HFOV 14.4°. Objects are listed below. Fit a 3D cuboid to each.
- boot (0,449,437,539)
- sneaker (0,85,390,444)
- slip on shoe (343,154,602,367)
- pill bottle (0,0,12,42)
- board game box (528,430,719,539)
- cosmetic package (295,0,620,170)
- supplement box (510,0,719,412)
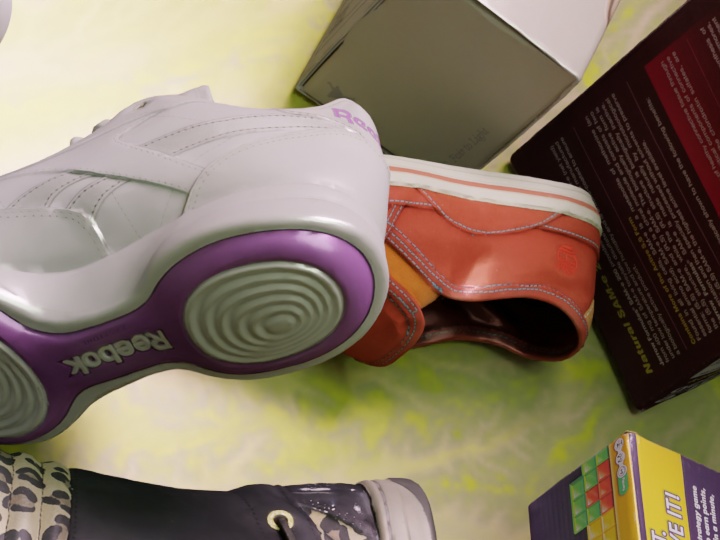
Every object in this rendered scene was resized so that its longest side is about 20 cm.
[{"bbox_3d":[-0.052,0.144,0.850,0.153,0.074,0.205,10,50,-14],"label":"boot"},{"bbox_3d":[-0.081,-0.004,0.878,0.100,0.199,0.075,-81,156,-47],"label":"sneaker"},{"bbox_3d":[0.000,0.000,0.964,0.199,0.074,0.062,4,69,-32],"label":"slip on shoe"},{"bbox_3d":[-0.179,-0.157,0.910,0.112,0.112,0.201,-1,68,-29],"label":"pill bottle"},{"bbox_3d":[0.139,0.172,0.923,0.165,0.057,0.201,24,44,-29],"label":"board game box"},{"bbox_3d":[0.063,-0.137,1.041,0.073,0.103,0.201,34,57,-11],"label":"cosmetic package"},{"bbox_3d":[0.142,-0.041,0.979,0.061,0.200,0.109,-19,78,-35],"label":"supplement box"}]
